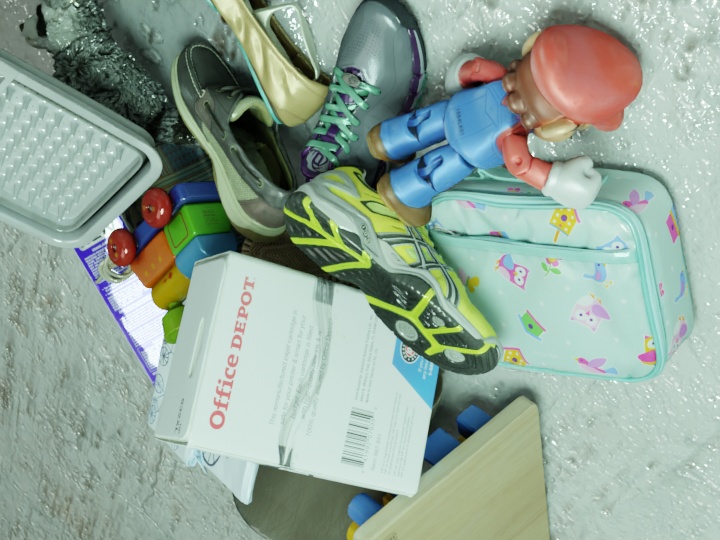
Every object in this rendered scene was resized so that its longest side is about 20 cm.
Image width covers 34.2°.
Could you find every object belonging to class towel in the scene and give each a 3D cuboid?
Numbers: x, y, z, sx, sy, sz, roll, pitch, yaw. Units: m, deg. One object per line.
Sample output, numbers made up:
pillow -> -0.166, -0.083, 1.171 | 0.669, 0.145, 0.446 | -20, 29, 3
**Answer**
towel -> -0.155, -0.036, 1.166 | 0.146, 0.022, 0.202 | -13, 111, 46

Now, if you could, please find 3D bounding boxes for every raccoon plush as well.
raccoon plush -> -0.203, -0.185, 1.041 | 0.097, 0.198, 0.136 | -173, 91, -68

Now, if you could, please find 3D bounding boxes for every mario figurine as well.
mario figurine -> 0.109, -0.098, 0.825 | 0.198, 0.106, 0.124 | -22, 103, 31

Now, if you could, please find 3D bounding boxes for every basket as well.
basket -> -0.011, 0.154, 1.098 | 0.201, 0.178, 0.137 | 115, 147, -40

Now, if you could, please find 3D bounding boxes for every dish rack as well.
dish rack -> -0.279, -0.106, 0.970 | 0.199, 0.044, 0.171 | 29, 134, -30

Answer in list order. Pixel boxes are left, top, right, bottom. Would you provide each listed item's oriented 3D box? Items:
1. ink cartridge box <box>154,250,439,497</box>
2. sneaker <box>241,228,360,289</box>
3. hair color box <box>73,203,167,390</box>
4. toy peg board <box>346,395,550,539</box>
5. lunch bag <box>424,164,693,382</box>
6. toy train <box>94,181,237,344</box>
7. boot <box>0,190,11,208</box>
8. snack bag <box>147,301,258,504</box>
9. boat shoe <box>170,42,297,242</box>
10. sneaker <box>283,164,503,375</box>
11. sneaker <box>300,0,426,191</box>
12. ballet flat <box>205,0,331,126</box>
ink cartridge box -> -0.045, 0.084, 0.918 | 0.198, 0.147, 0.083 | 17, 168, -26
sneaker -> 0.000, 0.000, 1.022 | 0.197, 0.071, 0.109 | 8, 173, 3
hair color box -> -0.220, 0.022, 1.185 | 0.202, 0.064, 0.109 | 63, -179, -10
toy peg board -> 0.063, 0.220, 1.046 | 0.097, 0.199, 0.201 | 31, 146, 41
lunch bag -> 0.142, -0.003, 0.885 | 0.198, 0.077, 0.162 | 6, 125, 39
toy train -> -0.174, 0.015, 1.044 | 0.200, 0.084, 0.117 | -39, 66, 43
boot -> -0.317, -0.107, 1.116 | 0.150, 0.198, 0.074 | 18, 117, 47
snack bag -> -0.132, 0.092, 1.057 | 0.199, 0.021, 0.191 | 30, 110, 50
boat shoe -> -0.099, -0.120, 0.978 | 0.066, 0.071, 0.202 | -46, 56, 36
sneaker -> 0.037, -0.005, 0.879 | 0.200, 0.076, 0.075 | 44, 147, 1
sneaker -> -0.005, -0.115, 0.917 | 0.074, 0.088, 0.201 | 30, 137, 18
ballet flat -> -0.084, -0.214, 0.941 | 0.063, 0.069, 0.201 | -26, 107, 20
